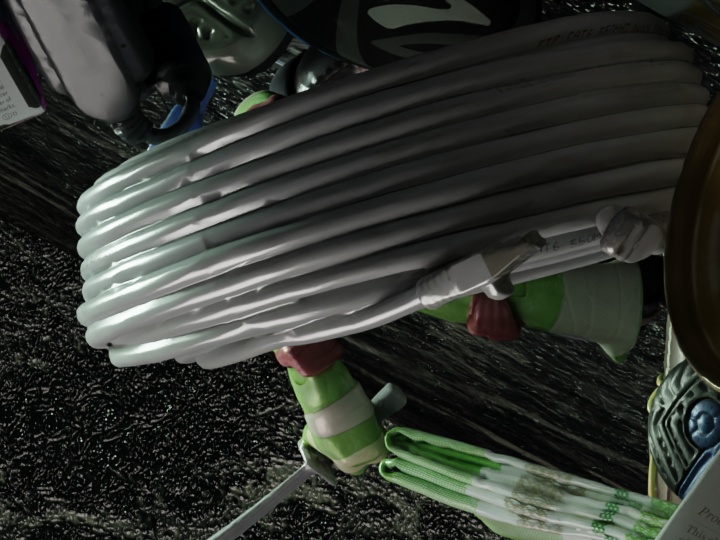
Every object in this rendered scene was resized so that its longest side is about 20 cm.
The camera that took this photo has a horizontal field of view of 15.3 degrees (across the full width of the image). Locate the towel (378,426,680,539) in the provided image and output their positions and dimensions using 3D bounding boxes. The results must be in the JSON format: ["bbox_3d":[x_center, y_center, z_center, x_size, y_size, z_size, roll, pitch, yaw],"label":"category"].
[{"bbox_3d":[0.119,0.108,0.972,0.199,0.031,0.149,14,169,31],"label":"towel"}]

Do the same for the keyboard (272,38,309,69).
[{"bbox_3d":[-0.029,-0.100,1.190,0.199,0.021,0.127,26,178,21],"label":"keyboard"}]

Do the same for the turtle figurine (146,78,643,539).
[{"bbox_3d":[0.000,0.000,1.022,0.193,0.201,0.144,-2,-144,-7],"label":"turtle figurine"}]

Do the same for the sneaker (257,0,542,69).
[{"bbox_3d":[-0.003,-0.108,0.780,0.083,0.071,0.200,32,174,40],"label":"sneaker"}]

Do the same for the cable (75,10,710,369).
[{"bbox_3d":[0.009,-0.021,0.801,0.199,0.070,0.200,-15,180,22],"label":"cable"}]

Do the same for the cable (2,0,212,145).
[{"bbox_3d":[-0.098,-0.142,0.792,0.163,0.051,0.200,-104,-10,-49],"label":"cable"}]

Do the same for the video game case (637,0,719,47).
[{"bbox_3d":[0.164,-0.053,0.698,0.200,0.023,0.182,29,174,0],"label":"video game case"}]

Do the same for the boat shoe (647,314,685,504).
[{"bbox_3d":[0.146,0.071,1.092,0.072,0.201,0.059,-23,-156,-37],"label":"boat shoe"}]

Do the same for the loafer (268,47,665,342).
[{"bbox_3d":[0.057,-0.036,1.107,0.200,0.072,0.063,31,134,-21],"label":"loafer"}]

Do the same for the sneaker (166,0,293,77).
[{"bbox_3d":[-0.067,-0.111,1.035,0.114,0.076,0.199,33,176,-42],"label":"sneaker"}]

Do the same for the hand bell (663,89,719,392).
[{"bbox_3d":[0.189,0.011,0.707,0.199,0.105,0.104,19,179,-28],"label":"hand bell"}]

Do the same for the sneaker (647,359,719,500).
[{"bbox_3d":[0.197,0.055,0.933,0.199,0.076,0.077,-5,171,29],"label":"sneaker"}]

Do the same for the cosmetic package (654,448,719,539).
[{"bbox_3d":[0.170,0.073,0.806,0.113,0.200,0.081,32,157,24],"label":"cosmetic package"}]

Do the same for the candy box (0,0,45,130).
[{"bbox_3d":[-0.161,-0.141,0.751,0.200,0.061,0.137,67,-178,-50],"label":"candy box"}]
